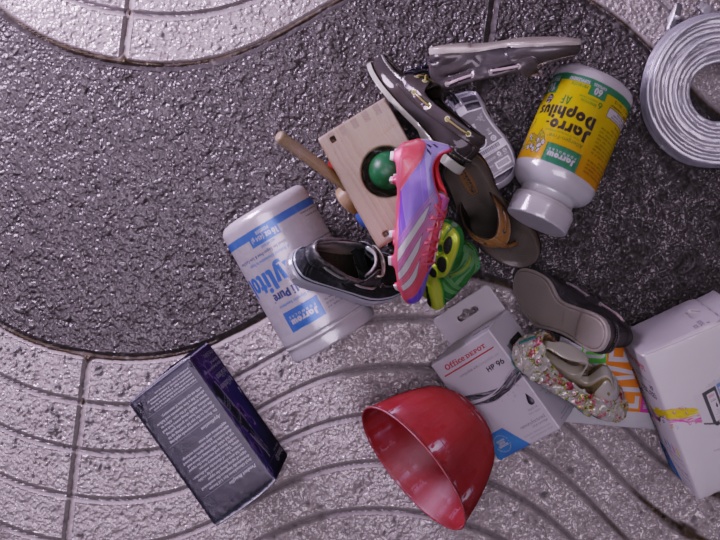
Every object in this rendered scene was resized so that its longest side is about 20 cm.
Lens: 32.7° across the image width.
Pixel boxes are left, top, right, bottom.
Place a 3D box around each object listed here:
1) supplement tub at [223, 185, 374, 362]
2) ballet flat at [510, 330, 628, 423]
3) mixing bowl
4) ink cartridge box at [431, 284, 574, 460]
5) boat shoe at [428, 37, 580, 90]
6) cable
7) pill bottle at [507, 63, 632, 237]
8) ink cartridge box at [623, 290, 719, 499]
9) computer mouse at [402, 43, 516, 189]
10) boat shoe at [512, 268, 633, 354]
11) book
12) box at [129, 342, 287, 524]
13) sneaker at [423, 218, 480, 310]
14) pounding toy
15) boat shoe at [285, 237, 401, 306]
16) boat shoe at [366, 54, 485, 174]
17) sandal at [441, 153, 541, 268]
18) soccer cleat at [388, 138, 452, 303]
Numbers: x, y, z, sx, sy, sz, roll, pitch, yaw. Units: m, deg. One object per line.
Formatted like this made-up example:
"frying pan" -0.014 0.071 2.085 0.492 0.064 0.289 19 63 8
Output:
"supplement tub" -0.082 0.003 1.623 0.131 0.132 0.202 -30 92 5
"ballet flat" 0.282 0.137 1.576 0.198 0.076 0.064 27 134 -23
"mixing bowl" 0.105 0.229 1.617 0.108 0.200 0.201 -36 92 -21
"ink cartridge box" 0.177 0.136 1.627 0.116 0.068 0.201 -35 92 38
"boat shoe" 0.185 -0.266 1.578 0.196 0.067 0.058 -1 106 14
"cable" 0.466 -0.235 1.604 0.197 0.069 0.203 25 95 1
"pill bottle" 0.265 -0.152 1.582 0.111 0.113 0.203 25 83 1
"ink cartridge box" 0.440 0.154 1.564 0.143 0.147 0.203 -23 98 3
"computer mouse" 0.139 -0.197 1.641 0.109 0.044 0.202 -28 87 0
"boat shoe" 0.274 0.055 1.603 0.056 0.200 0.068 6 109 -34
"book" 0.358 0.143 1.657 0.196 0.048 0.136 4 97 0
"box" -0.199 0.214 1.639 0.104 0.148 0.201 -36 93 5
"sneaker" 0.111 -0.021 1.590 0.083 0.201 0.074 -35 72 -14
"pounding toy" 0.005 -0.126 1.573 0.141 0.200 0.186 -30 92 5
"boat shoe" 0.000 0.000 1.556 0.071 0.198 0.073 -27 67 44
"boat shoe" 0.084 -0.211 1.567 0.061 0.071 0.202 -46 65 17
"sandal" 0.168 -0.072 1.610 0.081 0.055 0.201 -18 124 26
"soccer cleat" 0.075 -0.057 1.481 0.075 0.067 0.204 1 103 14
